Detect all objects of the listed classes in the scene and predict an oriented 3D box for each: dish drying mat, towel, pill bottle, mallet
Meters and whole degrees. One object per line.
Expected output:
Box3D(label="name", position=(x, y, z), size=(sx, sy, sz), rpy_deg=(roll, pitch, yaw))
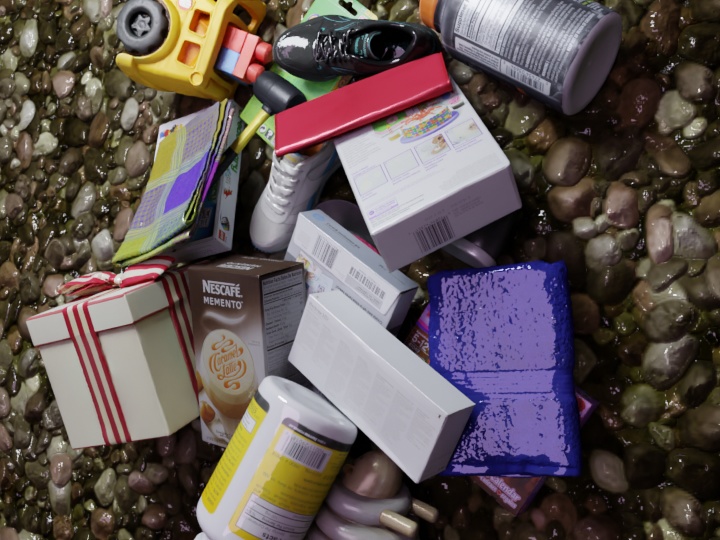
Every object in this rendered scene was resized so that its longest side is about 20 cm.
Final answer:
Box3D(label="dish drying mat", position=(0.000, -0.176, 0.854), size=(0.197, 0.018, 0.078), rpy_deg=(-20, 44, 12))
Box3D(label="towel", position=(-0.218, -0.103, 0.941), size=(0.142, 0.023, 0.203), rpy_deg=(-19, 46, 37))
Box3D(label="towel", position=(0.138, 0.097, 0.780), size=(0.145, 0.049, 0.204), rpy_deg=(-5, 84, 24))
Box3D(label="pill bottle", position=(-0.093, 0.217, 0.791), size=(0.110, 0.111, 0.202), rpy_deg=(29, 90, 28))
Box3D(label="pill bottle", position=(0.155, -0.247, 0.817), size=(0.199, 0.106, 0.107), rpy_deg=(35, 101, 27))
Box3D(label="mallet", position=(-0.152, -0.155, 0.961), size=(0.200, 0.041, 0.066), rpy_deg=(-44, 61, 1))

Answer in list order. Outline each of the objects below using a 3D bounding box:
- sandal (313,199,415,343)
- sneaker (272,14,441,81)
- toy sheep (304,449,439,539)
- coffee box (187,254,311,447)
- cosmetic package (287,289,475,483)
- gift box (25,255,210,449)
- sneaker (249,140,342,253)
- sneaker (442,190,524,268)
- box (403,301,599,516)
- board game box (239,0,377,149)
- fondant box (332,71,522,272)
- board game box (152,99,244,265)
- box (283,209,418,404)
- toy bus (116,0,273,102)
Box3D(label="sandal", position=(0.000, 0.000, 0.910), size=(0.075, 0.045, 0.202), rpy_deg=(-36, 69, 22))
Box3D(label="sneaker", position=(-0.010, -0.255, 0.901), size=(0.196, 0.079, 0.077), rpy_deg=(1, 97, 15))
Box3D(label="toy sheep", position=(0.003, 0.281, 0.834), size=(0.136, 0.137, 0.204), rpy_deg=(18, 100, 29))
Box3D(label="coffee box", position=(-0.121, 0.092, 0.891), size=(0.113, 0.079, 0.204), rpy_deg=(5, 103, 36))
Box3D(label="cosmetic package", position=(0.016, 0.108, 0.793), size=(0.199, 0.050, 0.084), rpy_deg=(39, 122, 33))
Box3D(label="gift box", position=(-0.264, 0.084, 0.969), size=(0.182, 0.200, 0.190), rpy_deg=(-13, 99, 23))
Box3D(label="sneaker", position=(-0.079, -0.112, 0.946), size=(0.076, 0.080, 0.202), rpy_deg=(39, 104, 24))
Box3D(label="sneaker", position=(0.092, -0.084, 0.863), size=(0.199, 0.071, 0.100), rpy_deg=(35, 86, 36))
Box3D(label="box", position=(0.124, 0.131, 0.831), size=(0.199, 0.039, 0.138), rpy_deg=(38, 102, 27))
Box3D(label="board game box", position=(-0.061, -0.242, 0.981), size=(0.095, 0.030, 0.201), rpy_deg=(43, 108, 25))
Box3D(label="fondant box", position=(0.058, -0.109, 0.812), size=(0.142, 0.059, 0.201), rpy_deg=(-26, 43, 5))
Box3D(label="board game box", position=(-0.211, -0.109, 1.013), size=(0.124, 0.035, 0.203), rpy_deg=(-12, 62, 28))
Box3D(label="box", position=(-0.036, 0.060, 0.894), size=(0.155, 0.041, 0.202), rpy_deg=(37, 119, 27))
Box3D(label="toy bus", position=(-0.184, -0.311, 1.006), size=(0.189, 0.136, 0.203), rpy_deg=(20, 92, 16))
